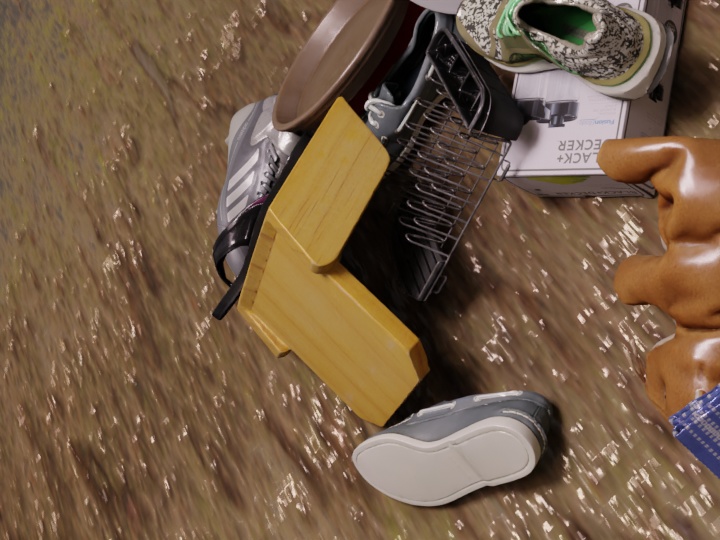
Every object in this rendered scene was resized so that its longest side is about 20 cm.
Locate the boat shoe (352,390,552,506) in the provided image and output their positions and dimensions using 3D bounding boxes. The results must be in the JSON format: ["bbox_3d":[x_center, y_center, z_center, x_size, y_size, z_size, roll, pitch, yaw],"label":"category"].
[{"bbox_3d":[0.075,0.141,0.880,0.199,0.073,0.062,-22,19,46],"label":"boat shoe"}]

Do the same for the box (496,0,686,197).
[{"bbox_3d":[0.186,-0.162,0.854,0.116,0.060,0.203,6,81,45],"label":"box"}]

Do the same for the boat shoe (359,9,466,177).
[{"bbox_3d":[0.030,-0.159,0.993,0.200,0.061,0.073,-48,49,22],"label":"boat shoe"}]

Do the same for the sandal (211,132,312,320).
[{"bbox_3d":[-0.100,-0.046,1.020,0.048,0.075,0.202,29,110,0],"label":"sandal"}]

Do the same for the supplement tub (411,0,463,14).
[{"bbox_3d":[0.090,-0.337,0.918,0.143,0.144,0.203,-17,52,40],"label":"supplement tub"}]

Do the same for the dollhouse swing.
[{"bbox_3d":[0.000,0.000,0.937,0.183,0.174,0.200,-60,-1,-29],"label":"dollhouse swing"}]

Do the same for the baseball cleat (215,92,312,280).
[{"bbox_3d":[-0.098,-0.091,1.102,0.106,0.069,0.203,-21,64,38],"label":"baseball cleat"}]

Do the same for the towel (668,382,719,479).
[{"bbox_3d":[0.299,0.072,0.627,0.200,0.144,0.024,-44,16,25],"label":"towel"}]

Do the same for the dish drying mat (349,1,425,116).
[{"bbox_3d":[0.021,-0.220,1.064,0.200,0.018,0.077,-46,50,24],"label":"dish drying mat"}]

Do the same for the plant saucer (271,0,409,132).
[{"bbox_3d":[-0.017,-0.213,1.039,0.200,0.029,0.201,-44,25,26],"label":"plant saucer"}]

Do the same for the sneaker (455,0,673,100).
[{"bbox_3d":[0.135,-0.190,0.806,0.199,0.088,0.078,26,95,46],"label":"sneaker"}]

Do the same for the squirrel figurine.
[{"bbox_3d":[0.253,0.019,0.681,0.198,0.140,0.190,3,85,47],"label":"squirrel figurine"}]

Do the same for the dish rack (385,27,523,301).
[{"bbox_3d":[0.062,-0.083,0.906,0.154,0.054,0.202,-105,37,-56],"label":"dish rack"}]
